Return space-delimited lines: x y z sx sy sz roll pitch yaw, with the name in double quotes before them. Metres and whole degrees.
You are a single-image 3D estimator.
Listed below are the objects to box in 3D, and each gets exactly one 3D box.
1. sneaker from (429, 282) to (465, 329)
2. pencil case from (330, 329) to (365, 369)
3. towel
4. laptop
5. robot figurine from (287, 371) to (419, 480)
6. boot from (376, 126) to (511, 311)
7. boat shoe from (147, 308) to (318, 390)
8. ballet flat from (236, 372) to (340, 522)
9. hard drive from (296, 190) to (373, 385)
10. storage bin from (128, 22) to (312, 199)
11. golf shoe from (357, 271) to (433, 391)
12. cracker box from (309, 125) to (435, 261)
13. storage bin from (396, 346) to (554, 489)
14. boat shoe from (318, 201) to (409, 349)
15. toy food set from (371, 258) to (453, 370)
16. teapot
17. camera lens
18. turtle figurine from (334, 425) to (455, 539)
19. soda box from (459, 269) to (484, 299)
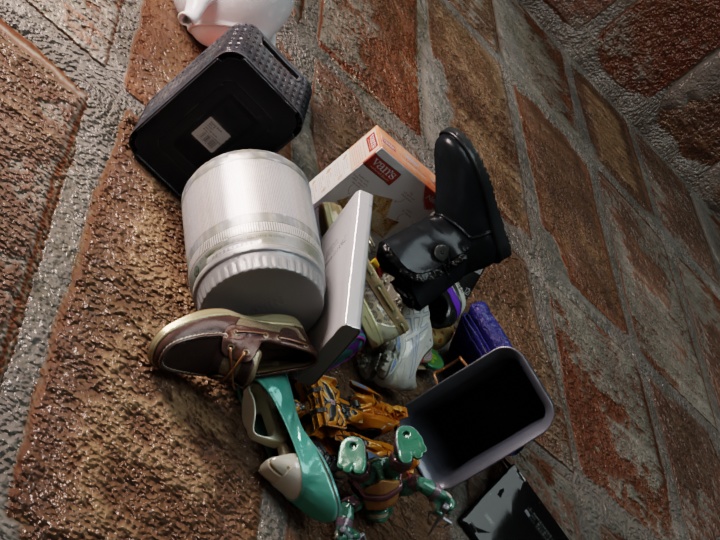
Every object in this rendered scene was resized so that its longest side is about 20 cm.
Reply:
"sneaker" 0.075 0.000 1.798 0.200 0.069 0.100 51 28 -6
"pencil case" -0.066 0.026 1.619 0.201 0.085 0.092 65 13 21
"towel" 0.191 0.161 1.851 0.049 0.148 0.201 -15 61 -23
"laptop" 0.223 0.374 1.778 0.200 0.116 0.188 -37 91 -36
"robot figurine" -0.015 0.186 1.538 0.200 0.058 0.146 28 38 -45
"boot" 0.095 -0.066 1.652 0.076 0.168 0.201 12 -53 65
"boat shoe" -0.133 0.091 1.380 0.199 0.072 0.072 2 33 -39
"ballet flat" -0.090 0.196 1.407 0.070 0.067 0.201 -6 60 -38
"hard drive" -0.029 0.020 1.495 0.027 0.132 0.201 21 49 -17
"storage bin" -0.172 -0.189 1.563 0.135 0.200 0.094 44 26 -20
"golf shoe" 0.064 0.069 1.727 0.097 0.078 0.201 31 72 -37
"cracker box" -0.002 -0.087 1.729 0.134 0.200 0.058 36 26 -32
"storage bin" 0.163 0.187 1.710 0.146 0.199 0.134 59 15 11
"boat shoe" 0.000 0.000 1.648 0.073 0.062 0.201 -161 -131 -79
"toy food set" 0.055 0.060 1.829 0.200 0.049 0.198 49 26 -13
"teapot" -0.187 -0.380 1.844 0.199 0.197 0.147 7 87 -23
"camera lens" -0.127 -0.030 1.493 0.160 0.160 0.201 32 33 -39
"turtle figurine" 0.025 0.258 1.458 0.101 0.149 0.201 52 -21 36
"soda box" 0.104 -0.022 1.970 0.200 0.064 0.071 26 6 -46
